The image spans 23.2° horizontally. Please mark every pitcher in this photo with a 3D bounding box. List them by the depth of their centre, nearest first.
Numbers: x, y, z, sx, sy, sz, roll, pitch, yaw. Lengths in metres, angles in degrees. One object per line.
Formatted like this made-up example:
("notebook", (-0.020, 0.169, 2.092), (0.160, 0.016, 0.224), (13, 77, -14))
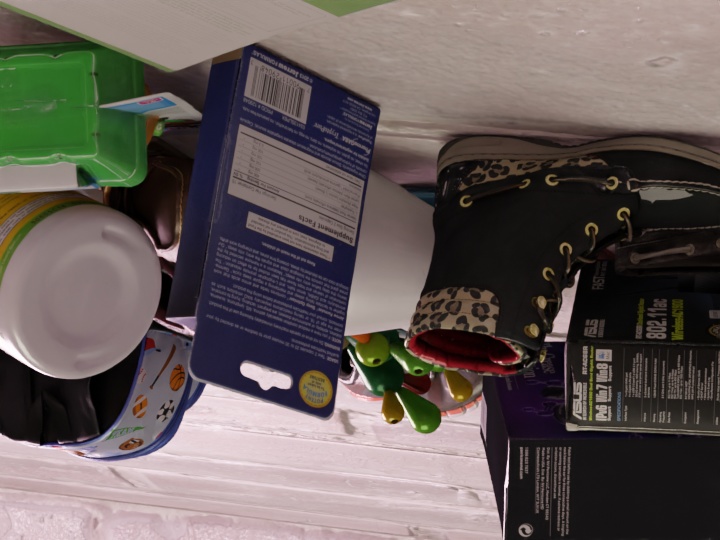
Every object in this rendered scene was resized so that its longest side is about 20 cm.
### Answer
("pitcher", (0.000, 0.000, 1.210), (0.200, 0.121, 0.172), (12, 154, -2))

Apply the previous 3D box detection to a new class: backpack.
("backpack", (-0.211, 0.058, 1.417), (0.200, 0.191, 0.154), (-3, 158, 37))

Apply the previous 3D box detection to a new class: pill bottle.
("pill bottle", (-0.228, -0.011, 1.149), (0.111, 0.111, 0.200), (22, -179, -43))

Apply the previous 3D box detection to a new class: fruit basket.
("fruit basket", (-0.186, -0.083, 1.077), (0.185, 0.094, 0.200), (-2, 173, 5))

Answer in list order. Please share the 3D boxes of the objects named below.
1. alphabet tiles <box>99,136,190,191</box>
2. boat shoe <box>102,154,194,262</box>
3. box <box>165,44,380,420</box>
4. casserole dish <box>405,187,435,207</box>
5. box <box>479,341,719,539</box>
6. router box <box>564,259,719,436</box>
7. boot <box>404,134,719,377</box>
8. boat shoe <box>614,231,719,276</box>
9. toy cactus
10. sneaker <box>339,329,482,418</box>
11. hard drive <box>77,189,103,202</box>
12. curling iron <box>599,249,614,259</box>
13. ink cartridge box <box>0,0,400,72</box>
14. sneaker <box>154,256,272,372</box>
("alphabet tiles", (-0.205, -0.075, 1.286), (0.200, 0.006, 0.166), (-1, 163, 28))
("boat shoe", (-0.130, -0.040, 1.150), (0.067, 0.072, 0.200), (4, -176, -14))
("box", (-0.051, -0.020, 1.036), (0.032, 0.200, 0.121), (-6, 159, 43))
("casserole dish", (0.079, -0.013, 1.314), (0.121, 0.039, 0.200), (-1, 162, 28))
("box", (0.158, 0.111, 1.183), (0.141, 0.079, 0.200), (2, -165, -1))
("router box", (0.214, 0.047, 1.150), (0.150, 0.062, 0.200), (1, -165, 10))
("boot", (0.132, -0.005, 1.075), (0.203, 0.154, 0.074), (5, 146, 18))
("boat shoe", (0.265, -0.018, 1.149), (0.200, 0.064, 0.071), (1, 163, 25))
("toy cactus", (0.003, 0.042, 1.402), (0.165, 0.102, 0.200), (16, 153, 47))
("sneaker", (0.037, 0.080, 1.512), (0.200, 0.077, 0.082), (-9, 151, 45))
("hard drive", (-0.268, -0.036, 1.310), (0.200, 0.026, 0.132), (-11, 140, 38))
("curling iron", (0.169, -0.014, 1.276), (0.050, 0.026, 0.200), (43, -174, 39))
("ink cartridge box", (-0.092, -0.155, 0.853), (0.145, 0.048, 0.200), (19, 161, -37))
("sneaker", (-0.106, 0.003, 1.312), (0.115, 0.076, 0.200), (17, -165, -9))
